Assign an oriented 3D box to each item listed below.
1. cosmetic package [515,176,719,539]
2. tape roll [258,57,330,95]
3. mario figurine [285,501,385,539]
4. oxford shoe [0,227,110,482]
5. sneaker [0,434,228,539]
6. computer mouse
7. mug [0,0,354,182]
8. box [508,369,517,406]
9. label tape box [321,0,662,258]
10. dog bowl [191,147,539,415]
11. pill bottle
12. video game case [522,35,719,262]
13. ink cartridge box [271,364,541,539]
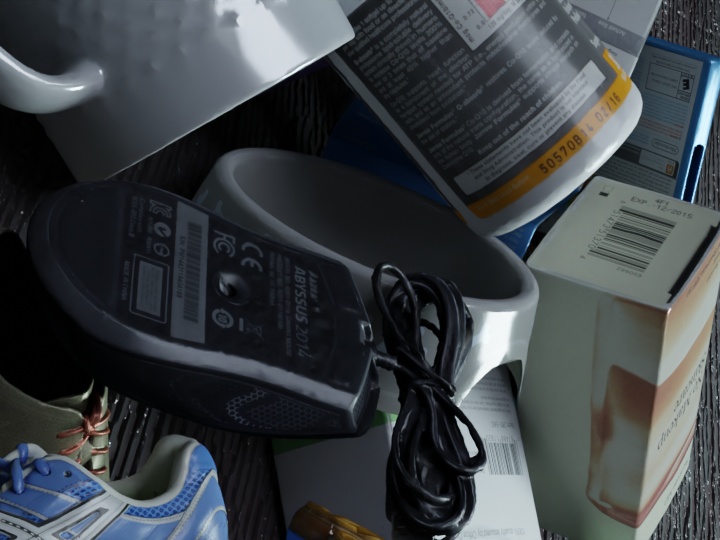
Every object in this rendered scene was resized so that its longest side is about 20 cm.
[{"bbox_3d":[0.150,0.060,0.860,0.103,0.087,0.201,-48,148,-41],"label":"cosmetic package"},{"bbox_3d":[-0.072,-0.204,0.832,0.200,0.065,0.201,35,46,-46],"label":"tape roll"},{"bbox_3d":[-0.035,0.201,0.585,0.200,0.106,0.123,-58,163,0],"label":"mario figurine"},{"bbox_3d":[-0.129,0.078,0.581,0.201,0.075,0.070,65,31,-11],"label":"oxford shoe"},{"bbox_3d":[-0.135,0.102,0.520,0.199,0.076,0.077,0,94,-40],"label":"sneaker"},{"bbox_3d":[-0.046,0.033,0.583,0.199,0.053,0.139,24,42,-20],"label":"computer mouse"},{"bbox_3d":[-0.120,-0.138,0.647,0.176,0.147,0.200,60,38,-8],"label":"mug"},{"bbox_3d":[0.094,0.065,0.970,0.200,0.049,0.083,43,41,-39],"label":"box"},{"bbox_3d":[0.072,-0.106,0.847,0.144,0.201,0.063,22,4,-9],"label":"label tape box"},{"bbox_3d":[0.000,0.000,0.737,0.200,0.200,0.059,-9,125,-59],"label":"dog bowl"},{"bbox_3d":[0.043,-0.125,0.750,0.200,0.116,0.116,49,35,-10],"label":"pill bottle"},{"bbox_3d":[0.156,-0.055,0.944,0.018,0.143,0.201,-4,112,-37],"label":"video game case"},{"bbox_3d":[0.032,0.147,0.794,0.146,0.084,0.201,12,64,-55],"label":"ink cartridge box"}]
